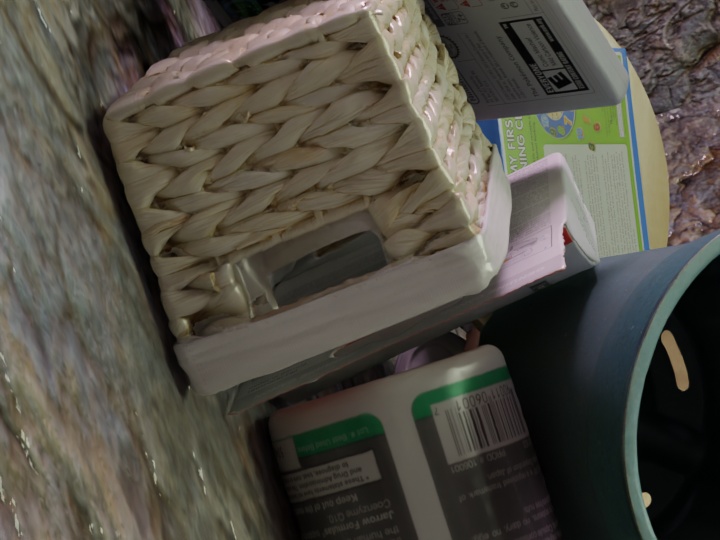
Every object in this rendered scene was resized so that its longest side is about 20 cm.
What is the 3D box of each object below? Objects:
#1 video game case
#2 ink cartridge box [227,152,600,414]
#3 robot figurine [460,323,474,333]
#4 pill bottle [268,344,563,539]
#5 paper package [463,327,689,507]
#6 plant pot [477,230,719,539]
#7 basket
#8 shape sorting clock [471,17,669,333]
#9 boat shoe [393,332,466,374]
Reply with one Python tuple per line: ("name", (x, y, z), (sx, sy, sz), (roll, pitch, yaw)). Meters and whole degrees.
("video game case", (0.003, -0.139, 1.098), (0.200, 0.182, 0.022), (51, 47, -39))
("ink cartridge box", (0.030, 0.019, 1.076), (0.050, 0.161, 0.200), (62, 11, -14))
("robot figurine", (0.096, -0.018, 1.433), (0.150, 0.125, 0.200), (50, 1, -12))
("pill bottle", (0.039, 0.143, 1.053), (0.113, 0.113, 0.200), (3, 70, -81))
("paper package", (0.138, 0.131, 1.289), (0.191, 0.103, 0.200), (30, 49, -17))
("plant pot", (0.155, 0.069, 1.105), (0.196, 0.200, 0.200), (1, -68, 63))
("basket", (-0.021, -0.047, 1.003), (0.200, 0.135, 0.123), (-68, 136, -76))
("shape sorting clock", (0.097, -0.048, 1.247), (0.200, 0.039, 0.200), (11, 76, -48))
("boat shoe", (0.051, 0.113, 1.352), (0.066, 0.072, 0.200), (64, 19, -56))
